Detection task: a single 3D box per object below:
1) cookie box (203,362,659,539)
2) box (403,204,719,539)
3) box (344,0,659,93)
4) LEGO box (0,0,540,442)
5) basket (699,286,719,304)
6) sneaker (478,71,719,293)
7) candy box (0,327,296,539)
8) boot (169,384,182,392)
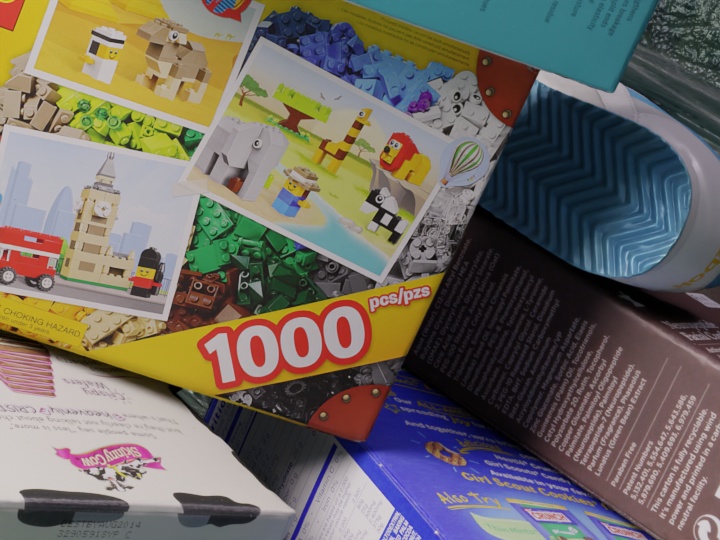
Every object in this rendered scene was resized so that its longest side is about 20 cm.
[{"bbox_3d":[0.051,0.107,0.815,0.170,0.076,0.200,16,19,-35],"label":"cookie box"},{"bbox_3d":[0.095,0.034,0.850,0.199,0.075,0.100,32,15,28],"label":"box"},{"bbox_3d":[-0.005,-0.119,0.680,0.199,0.049,0.082,15,21,-28],"label":"box"},{"bbox_3d":[-0.064,-0.048,0.727,0.199,0.150,0.077,18,18,-19],"label":"LEGO box"},{"bbox_3d":[0.198,0.111,0.966,0.180,0.136,0.200,29,16,-39],"label":"basket"},{"bbox_3d":[0.067,-0.054,0.841,0.081,0.077,0.200,18,21,-52],"label":"sneaker"},{"bbox_3d":[-0.134,0.046,0.719,0.136,0.061,0.200,10,23,-47],"label":"candy box"},{"bbox_3d":[-0.103,-0.038,0.854,0.199,0.076,0.169,5,55,-55],"label":"boot"}]
